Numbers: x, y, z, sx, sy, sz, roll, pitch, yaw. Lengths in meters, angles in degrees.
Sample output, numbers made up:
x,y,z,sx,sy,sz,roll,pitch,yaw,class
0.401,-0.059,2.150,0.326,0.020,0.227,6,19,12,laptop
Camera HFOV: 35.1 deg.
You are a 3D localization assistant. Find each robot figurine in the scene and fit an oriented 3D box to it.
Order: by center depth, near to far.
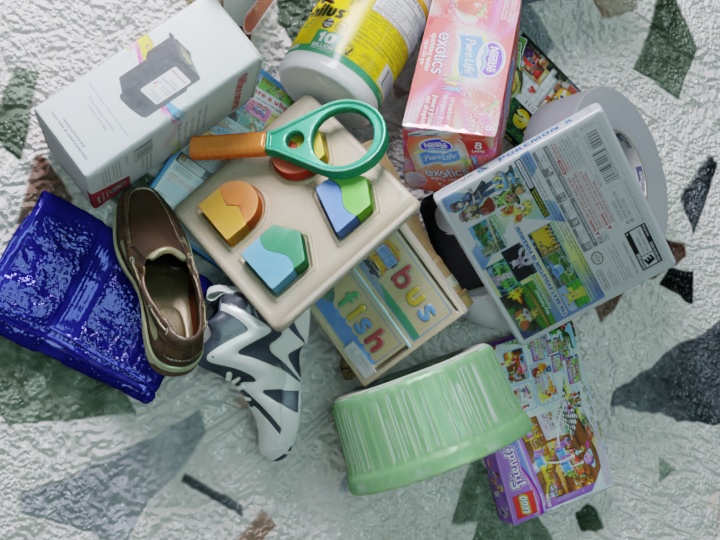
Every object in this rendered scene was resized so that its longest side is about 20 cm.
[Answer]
x,y,z,sx,sy,sz,roll,pitch,yaw,class
0.137,-0.037,1.235,0.125,0.150,0.201,-27,98,-60,robot figurine

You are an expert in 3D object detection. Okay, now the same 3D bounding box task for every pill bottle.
x,y,z,sx,sy,sz,roll,pitch,yaw,class
0.006,-0.259,1.195,0.113,0.113,0.201,34,70,-15,pill bottle

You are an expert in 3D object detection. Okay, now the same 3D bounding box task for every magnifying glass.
x,y,z,sx,sy,sz,roll,pitch,yaw,class
-0.071,-0.125,1.111,0.199,0.022,0.080,-3,67,14,magnifying glass

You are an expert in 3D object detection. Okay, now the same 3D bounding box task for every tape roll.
x,y,z,sx,sy,sz,roll,pitch,yaw,class
0.258,-0.095,1.238,0.200,0.066,0.202,15,69,-44,tape roll

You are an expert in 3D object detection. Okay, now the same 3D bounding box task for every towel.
x,y,z,sx,sy,sz,roll,pitch,yaw,class
-0.262,0.028,1.130,0.199,0.050,0.148,29,80,-16,towel

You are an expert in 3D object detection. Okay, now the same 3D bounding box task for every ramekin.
x,y,z,sx,sy,sz,roll,pitch,yaw,class
0.067,0.149,1.167,0.199,0.200,0.098,-19,86,-19,ramekin

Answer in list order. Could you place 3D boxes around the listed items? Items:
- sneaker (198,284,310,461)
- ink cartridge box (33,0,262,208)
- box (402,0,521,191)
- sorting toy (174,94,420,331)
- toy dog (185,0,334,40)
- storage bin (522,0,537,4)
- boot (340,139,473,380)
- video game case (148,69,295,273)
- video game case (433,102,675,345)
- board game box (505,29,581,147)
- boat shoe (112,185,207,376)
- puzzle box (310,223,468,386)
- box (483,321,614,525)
x,y,z,sx,sy,sz,roll,pitch,yaw,class
-0.123,0.099,1.150,0.129,0.080,0.200,4,118,-7,sneaker
-0.202,-0.161,1.097,0.200,0.146,0.083,-37,89,-13,ink cartridge box
0.106,-0.187,1.172,0.094,0.103,0.201,8,57,10,box
-0.068,-0.064,1.112,0.185,0.037,0.200,-41,60,-4,sorting toy
-0.095,-0.267,1.128,0.131,0.200,0.097,-20,108,-14,toy dog
0.191,-0.387,1.264,0.199,0.146,0.135,-17,84,-19,storage bin
0.004,-0.008,1.205,0.175,0.066,0.201,-34,87,16,boot
-0.124,-0.105,1.200,0.143,0.018,0.201,36,78,-14,video game case
0.196,-0.041,1.134,0.182,0.022,0.200,-29,118,9,video game case
0.216,-0.177,1.319,0.200,0.023,0.105,41,78,-13,board game box
-0.185,-0.004,1.089,0.074,0.075,0.203,-10,64,-26,boat shoe
0.000,0.000,1.159,0.133,0.025,0.200,-38,85,14,puzzle box
0.199,0.169,1.290,0.136,0.039,0.201,-16,93,-20,box
